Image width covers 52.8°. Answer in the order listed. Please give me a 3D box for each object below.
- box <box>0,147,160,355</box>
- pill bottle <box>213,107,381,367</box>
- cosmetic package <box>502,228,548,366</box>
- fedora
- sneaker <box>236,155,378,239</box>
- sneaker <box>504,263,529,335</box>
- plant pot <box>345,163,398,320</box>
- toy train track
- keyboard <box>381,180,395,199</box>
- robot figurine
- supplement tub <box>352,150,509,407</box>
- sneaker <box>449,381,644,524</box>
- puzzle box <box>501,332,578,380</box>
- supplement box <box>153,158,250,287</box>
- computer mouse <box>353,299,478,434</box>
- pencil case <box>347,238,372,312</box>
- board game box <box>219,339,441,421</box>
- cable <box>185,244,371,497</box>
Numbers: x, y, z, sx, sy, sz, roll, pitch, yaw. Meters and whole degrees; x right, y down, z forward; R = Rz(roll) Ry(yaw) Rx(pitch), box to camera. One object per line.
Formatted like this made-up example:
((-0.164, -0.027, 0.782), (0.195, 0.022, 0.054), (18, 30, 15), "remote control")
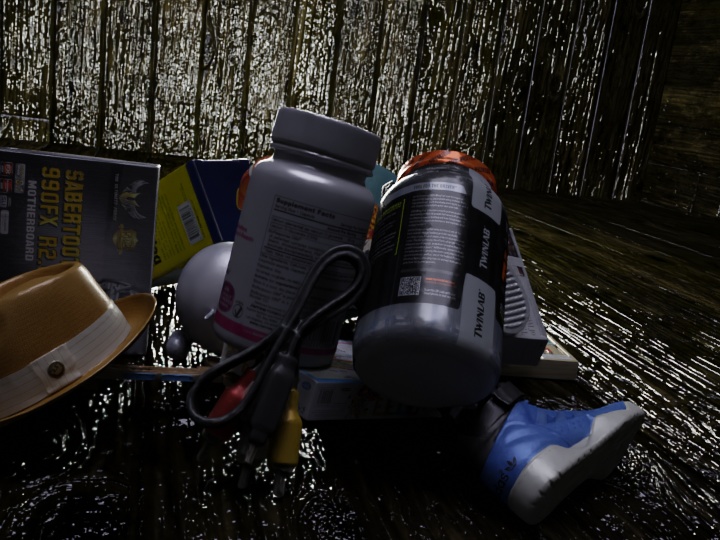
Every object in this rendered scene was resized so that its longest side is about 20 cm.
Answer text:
((-0.295, -0.018, 0.755), (0.156, 0.204, 0.048), (5, 10, -14), "box")
((-0.052, -0.029, 0.633), (0.111, 0.203, 0.113), (16, 5, -1), "pill bottle")
((0.165, 0.024, 0.899), (0.081, 0.051, 0.202), (3, 42, -8), "cosmetic package")
((-0.268, 0.049, 0.589), (0.198, 0.083, 0.201), (-21, 19, 8), "fedora")
((-0.051, -0.070, 0.854), (0.198, 0.077, 0.074), (25, 51, -21), "sneaker")
((0.104, -0.004, 0.821), (0.078, 0.200, 0.079), (-44, 2, -25), "sneaker")
((-0.028, -0.026, 0.978), (0.197, 0.204, 0.161), (12, 31, 18), "plant pot")
((-0.160, 0.106, 0.659), (0.197, 0.033, 0.114), (8, 4, -29), "toy train track")
((0.083, -0.032, 0.939), (0.020, 0.201, 0.128), (-22, 31, 25), "keyboard")
((-0.141, 0.030, 0.776), (0.113, 0.170, 0.200), (44, -12, -9), "robot figurine")
((0.064, 0.003, 0.620), (0.120, 0.123, 0.203), (8, 56, 4), "supplement tub")
((0.159, 0.135, 0.629), (0.198, 0.078, 0.111), (-14, 38, -42), "sneaker")
((0.158, 0.096, 0.919), (0.196, 0.026, 0.133), (5, 13, -9), "puzzle box")
((-0.233, -0.058, 0.966), (0.198, 0.111, 0.108), (-24, -5, 31), "supplement box")
((0.058, 0.087, 0.675), (0.059, 0.200, 0.034), (-43, 2, -36), "computer mouse")
((0.000, 0.000, 0.786), (0.198, 0.091, 0.077), (-3, -17, 43), "pencil case")
((-0.016, 0.100, 0.697), (0.198, 0.035, 0.133), (11, 8, -46), "board game box")
((-0.065, 0.064, 0.563), (0.096, 0.202, 0.050), (25, -19, -4), "cable")
